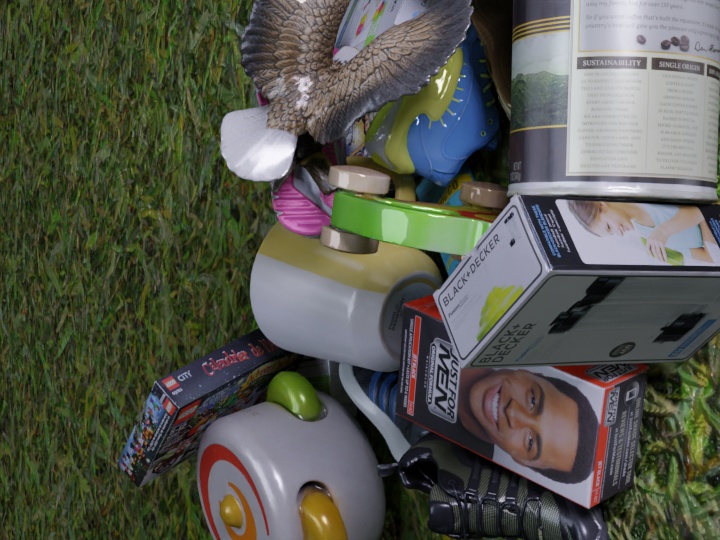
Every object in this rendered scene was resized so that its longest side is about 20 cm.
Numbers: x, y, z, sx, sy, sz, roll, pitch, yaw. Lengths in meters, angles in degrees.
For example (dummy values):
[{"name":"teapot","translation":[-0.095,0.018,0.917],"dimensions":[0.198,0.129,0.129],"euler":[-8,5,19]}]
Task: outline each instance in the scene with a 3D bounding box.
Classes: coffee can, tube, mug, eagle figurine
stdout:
[{"name":"coffee can","translation":[0.176,-0.148,0.903],"dimensions":[0.146,0.146,0.201],"euler":[3,91,60]},{"name":"tube","translation":[0.094,-0.026,1.147],"dimensions":[0.077,0.050,0.200],"euler":[-50,40,33]},{"name":"mug","translation":[-0.005,0.009,1.202],"dimensions":[0.153,0.149,0.187],"euler":[21,136,48]},{"name":"eagle figurine","translation":[-0.022,-0.163,1.037],"dimensions":[0.151,0.151,0.200],"euler":[-101,30,-43]}]

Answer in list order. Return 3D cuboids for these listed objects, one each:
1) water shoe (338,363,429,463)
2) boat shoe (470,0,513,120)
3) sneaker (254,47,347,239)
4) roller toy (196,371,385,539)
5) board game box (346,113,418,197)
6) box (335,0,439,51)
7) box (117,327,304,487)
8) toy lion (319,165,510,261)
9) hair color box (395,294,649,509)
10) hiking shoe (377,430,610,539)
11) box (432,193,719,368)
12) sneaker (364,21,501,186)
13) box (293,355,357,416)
[{"name":"water shoe","translation":[0.050,0.122,1.210],"dimensions":[0.079,0.071,0.200],"euler":[-50,39,8]},{"name":"boat shoe","translation":[0.129,-0.181,1.055],"dimensions":[0.066,0.074,0.200],"euler":[69,-165,-52]},{"name":"sneaker","translation":[-0.051,-0.115,1.160],"dimensions":[0.088,0.081,0.201],"euler":[94,176,-73]},{"name":"roller toy","translation":[-0.075,0.223,1.297],"dimensions":[0.200,0.139,0.183],"euler":[58,145,23]},{"name":"board game box","translation":[0.021,-0.145,1.264],"dimensions":[0.200,0.035,0.136],"euler":[-31,61,59]},{"name":"box","translation":[0.029,-0.245,1.186],"dimensions":[0.200,0.041,0.156],"euler":[-18,47,64]},{"name":"box","translation":[-0.144,0.129,1.328],"dimensions":[0.038,0.200,0.137],"euler":[46,133,17]},{"name":"toy lion","translation":[0.095,-0.028,0.985],"dimensions":[0.192,0.200,0.069],"euler":[21,104,59]},{"name":"hair color box","translation":[0.120,0.094,1.015],"dimensions":[0.200,0.061,0.102],"euler":[21,116,41]},{"name":"hiking shoe","translation":[0.105,0.190,1.030],"dimensions":[0.200,0.101,0.076],"euler":[27,137,46]},{"name":"box","translation":[0.163,0.010,0.867],"dimensions":[0.117,0.200,0.060],"euler":[-53,46,44]},{"name":"sneaker","translation":[0.088,-0.163,1.143],"dimensions":[0.200,0.105,0.076],"euler":[-60,13,-5]},{"name":"box","translation":[-0.057,0.063,1.407],"dimensions":[0.144,0.036,0.201],"euler":[-15,75,59]}]
